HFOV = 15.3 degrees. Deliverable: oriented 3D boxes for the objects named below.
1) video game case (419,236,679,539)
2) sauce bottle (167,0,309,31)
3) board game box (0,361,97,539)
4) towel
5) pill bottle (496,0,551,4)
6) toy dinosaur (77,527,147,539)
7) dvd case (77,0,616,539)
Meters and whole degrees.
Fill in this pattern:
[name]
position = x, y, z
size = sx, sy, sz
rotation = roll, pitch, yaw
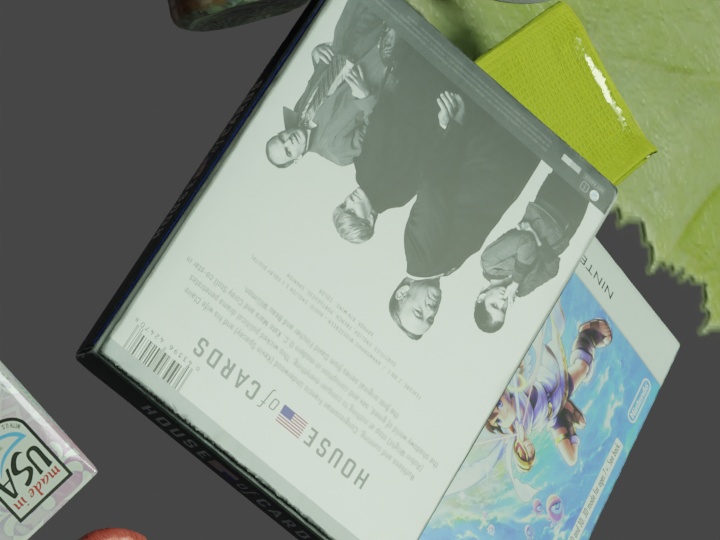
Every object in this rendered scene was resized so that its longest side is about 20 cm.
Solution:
[video game case]
position = 0.041, 0.041, 1.145
size = 0.181, 0.045, 0.200
rotation = 49, 48, -21
[sauce bottle]
position = -0.071, -0.200, 1.096
size = 0.065, 0.065, 0.201
rotation = -9, 82, -47
[board game box]
position = -0.216, 0.054, 0.779
size = 0.200, 0.043, 0.199
rotation = -44, 102, -7
[towel]
position = 0.057, -0.044, 1.144
size = 0.200, 0.018, 0.086
rotation = -37, 102, -45
[pill bottle]
position = 0.085, -0.227, 1.224
size = 0.120, 0.119, 0.201
rotation = 38, 53, -31
[toy dinosaur]
position = -0.123, 0.167, 0.852
size = 0.105, 0.200, 0.182
rotation = 37, 97, -19
[dvd case]
position = 0.000, 0.000, 1.043
size = 0.150, 0.025, 0.200
rotation = 40, 64, -16
